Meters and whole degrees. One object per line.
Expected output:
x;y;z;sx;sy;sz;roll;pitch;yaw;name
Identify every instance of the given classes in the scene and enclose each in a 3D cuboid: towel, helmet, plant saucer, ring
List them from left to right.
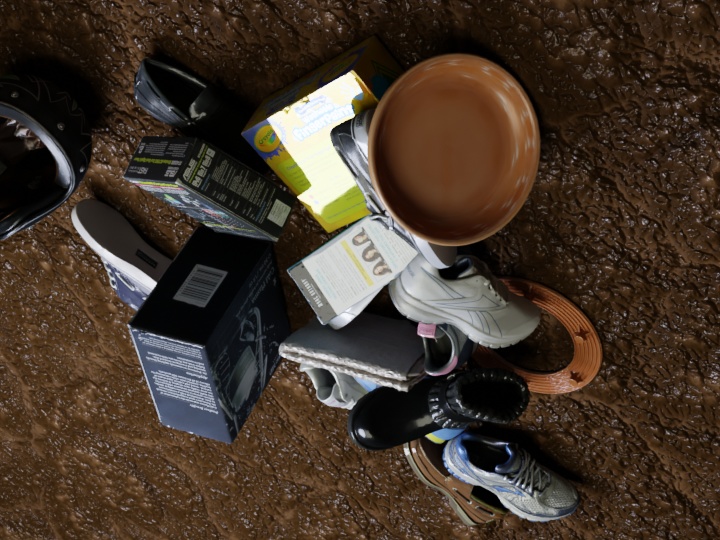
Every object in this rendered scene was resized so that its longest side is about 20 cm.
-0.441;-0.158;1.794;0.200;0.191;0.200;46;175;6;helmet
0.006;0.097;1.808;0.198;0.132;0.035;12;116;24;towel
0.097;-0.129;1.480;0.200;0.200;0.037;48;170;-20;plant saucer
0.208;0.088;1.755;0.198;0.019;0.202;19;140;17;ring

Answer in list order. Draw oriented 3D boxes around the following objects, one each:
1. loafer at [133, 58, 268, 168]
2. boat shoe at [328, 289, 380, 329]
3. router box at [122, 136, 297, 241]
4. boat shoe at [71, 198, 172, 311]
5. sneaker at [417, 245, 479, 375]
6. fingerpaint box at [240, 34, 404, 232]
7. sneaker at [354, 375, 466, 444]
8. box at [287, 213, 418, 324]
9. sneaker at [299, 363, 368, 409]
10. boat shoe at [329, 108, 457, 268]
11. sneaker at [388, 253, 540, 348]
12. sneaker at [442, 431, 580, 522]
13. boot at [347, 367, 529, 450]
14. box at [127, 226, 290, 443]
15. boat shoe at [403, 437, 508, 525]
-0.188;-0.190;1.683;0.199;0.068;0.071;31;151;8;loafer
0.000;0.000;1.758;0.068;0.072;0.200;38;136;-4;boat shoe
-0.186;-0.102;1.695;0.149;0.063;0.199;30;171;-27;router box
-0.342;-0.010;1.974;0.200;0.075;0.093;42;133;-13;boat shoe
0.101;0.039;1.706;0.070;0.082;0.202;11;126;37;sneaker
-0.011;-0.153;1.599;0.199;0.074;0.167;-23;117;44;fingerpaint box
0.068;0.151;1.887;0.199;0.066;0.078;39;131;-10;sneaker
0.014;-0.023;1.668;0.199;0.049;0.083;-33;93;25;box
-0.015;0.169;1.928;0.074;0.100;0.200;-22;119;43;sneaker
0.034;-0.081;1.529;0.068;0.074;0.200;-19;121;36;boat shoe
0.134;0.030;1.635;0.198;0.075;0.087;15;129;-26;sneaker
0.208;0.278;1.894;0.198;0.078;0.085;22;154;4;sneaker
0.096;0.173;1.765;0.158;0.209;0.080;171;81;-73;boot
-0.197;0.086;1.879;0.122;0.201;0.198;13;139;20;box
0.140;0.286;1.981;0.067;0.073;0.200;-16;131;38;boat shoe
